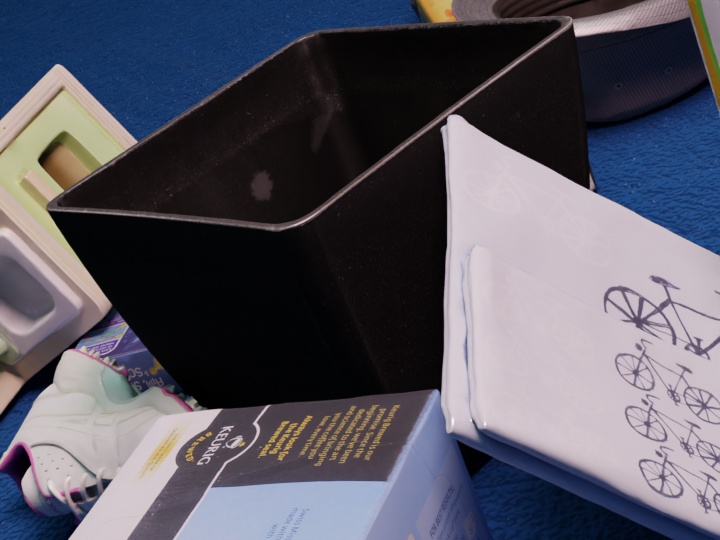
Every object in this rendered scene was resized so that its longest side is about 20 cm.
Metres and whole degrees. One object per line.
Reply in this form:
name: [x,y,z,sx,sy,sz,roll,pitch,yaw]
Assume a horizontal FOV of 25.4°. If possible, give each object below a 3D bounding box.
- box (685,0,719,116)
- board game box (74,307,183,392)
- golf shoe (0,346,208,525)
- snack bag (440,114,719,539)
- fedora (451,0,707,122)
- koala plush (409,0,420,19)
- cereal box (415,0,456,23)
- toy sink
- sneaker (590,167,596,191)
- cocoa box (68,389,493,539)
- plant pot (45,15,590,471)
box: [0.224,-0.048,0.677,0.112,0.201,0.102,-22,23,2]
board game box: [-0.075,0.021,0.994,0.198,0.035,0.136,-13,25,21]
golf shoe: [-0.122,0.104,0.835,0.092,0.075,0.199,-48,29,-18]
snack bag: [0.115,0.029,0.632,0.021,0.187,0.201,-55,19,33]
fedora: [0.168,-0.160,1.101,0.198,0.091,0.177,-17,25,-5]
koala plush: [0.103,-0.324,1.370,0.182,0.201,0.178,-12,25,21]
cereal box: [0.156,-0.206,1.230,0.198,0.040,0.144,-24,41,-3]
toy sink: [-0.218,-0.017,1.027,0.112,0.130,0.200,-35,15,37]
sneaker: [0.096,-0.051,0.962,0.086,0.075,0.200,-21,23,15]
cocoa box: [-0.037,0.153,0.555,0.130,0.134,0.200,-8,27,27]
plant pot: [0.000,0.000,0.797,0.199,0.179,0.199,7,36,47]
